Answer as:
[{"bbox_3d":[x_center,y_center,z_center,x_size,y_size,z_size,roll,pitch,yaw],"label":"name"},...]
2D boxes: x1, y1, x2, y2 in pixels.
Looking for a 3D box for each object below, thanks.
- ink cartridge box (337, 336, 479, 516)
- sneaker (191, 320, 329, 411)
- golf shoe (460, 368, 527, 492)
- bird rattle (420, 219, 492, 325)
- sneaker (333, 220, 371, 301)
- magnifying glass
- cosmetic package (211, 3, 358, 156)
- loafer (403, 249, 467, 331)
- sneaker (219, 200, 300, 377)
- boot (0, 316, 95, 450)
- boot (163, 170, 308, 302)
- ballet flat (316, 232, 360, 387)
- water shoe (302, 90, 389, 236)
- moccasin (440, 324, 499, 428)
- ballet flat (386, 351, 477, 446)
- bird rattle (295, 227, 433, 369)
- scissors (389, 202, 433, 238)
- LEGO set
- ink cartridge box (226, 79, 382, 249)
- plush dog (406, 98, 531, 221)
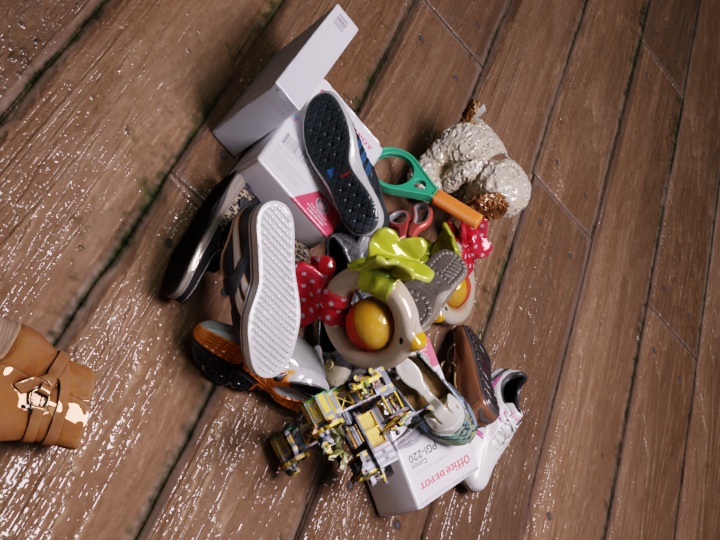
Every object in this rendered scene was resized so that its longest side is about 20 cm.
[{"bbox_3d":[0.060,0.210,1.304,0.145,0.084,0.203,-19,88,-46],"label":"ink cartridge box"},{"bbox_3d":[-0.124,0.100,1.191,0.199,0.075,0.093,31,37,-33],"label":"sneaker"},{"bbox_3d":[0.193,0.230,1.420,0.072,0.091,0.202,39,51,-27],"label":"golf shoe"},{"bbox_3d":[0.134,0.001,1.480,0.199,0.111,0.166,-5,93,-63],"label":"bird rattle"},{"bbox_3d":[0.000,0.000,1.351,0.081,0.073,0.203,25,67,-39],"label":"sneaker"},{"bbox_3d":[0.095,-0.122,1.447,0.198,0.023,0.080,31,58,16],"label":"magnifying glass"},{"bbox_3d":[-0.101,-0.258,1.297,0.052,0.150,0.201,47,47,-20],"label":"cosmetic package"},{"bbox_3d":[0.075,0.052,1.319,0.076,0.068,0.199,42,58,18],"label":"loafer"},{"bbox_3d":[-0.119,0.022,1.128,0.078,0.079,0.204,6,85,-40],"label":"sneaker"},{"bbox_3d":[-0.352,0.150,0.946,0.155,0.076,0.203,36,44,-33],"label":"boot"},{"bbox_3d":[-0.151,-0.010,1.203,0.150,0.073,0.202,43,44,-24],"label":"boot"},{"bbox_3d":[-0.036,0.051,1.255,0.057,0.066,0.204,14,76,-56],"label":"ballet flat"},{"bbox_3d":[-0.020,-0.138,1.279,0.203,0.071,0.079,71,17,5],"label":"water shoe"},{"bbox_3d":[0.155,0.157,1.411,0.074,0.077,0.203,47,23,-34],"label":"moccasin"},{"bbox_3d":[0.083,0.160,1.233,0.200,0.074,0.075,46,47,-13],"label":"ballet flat"},{"bbox_3d":[-0.004,0.045,1.154,0.165,0.198,0.112,65,27,0],"label":"bird rattle"},{"bbox_3d":[0.072,-0.044,1.392,0.201,0.072,0.014,-86,162,-58],"label":"scissors"},{"bbox_3d":[-0.013,0.209,1.140,0.152,0.200,0.117,-19,72,-37],"label":"LEGO set"},{"bbox_3d":[-0.074,-0.146,1.323,0.148,0.085,0.201,48,46,-19],"label":"ink cartridge box"},{"bbox_3d":[0.198,-0.157,1.512,0.172,0.161,0.199,46,40,15],"label":"plush dog"}]
